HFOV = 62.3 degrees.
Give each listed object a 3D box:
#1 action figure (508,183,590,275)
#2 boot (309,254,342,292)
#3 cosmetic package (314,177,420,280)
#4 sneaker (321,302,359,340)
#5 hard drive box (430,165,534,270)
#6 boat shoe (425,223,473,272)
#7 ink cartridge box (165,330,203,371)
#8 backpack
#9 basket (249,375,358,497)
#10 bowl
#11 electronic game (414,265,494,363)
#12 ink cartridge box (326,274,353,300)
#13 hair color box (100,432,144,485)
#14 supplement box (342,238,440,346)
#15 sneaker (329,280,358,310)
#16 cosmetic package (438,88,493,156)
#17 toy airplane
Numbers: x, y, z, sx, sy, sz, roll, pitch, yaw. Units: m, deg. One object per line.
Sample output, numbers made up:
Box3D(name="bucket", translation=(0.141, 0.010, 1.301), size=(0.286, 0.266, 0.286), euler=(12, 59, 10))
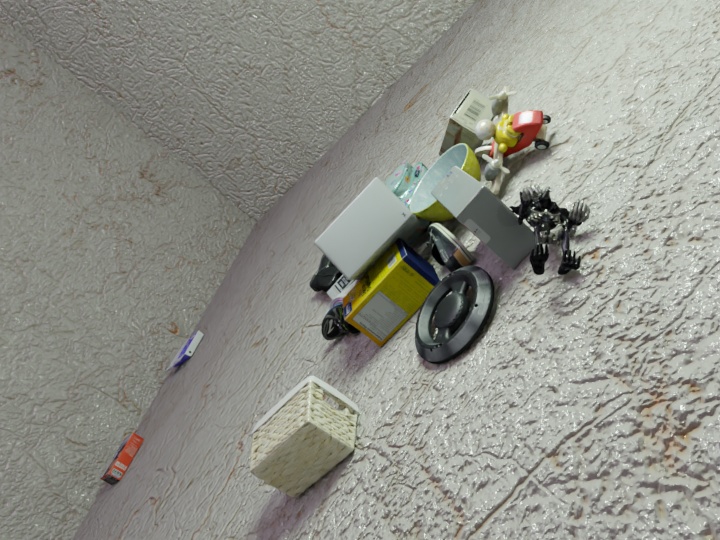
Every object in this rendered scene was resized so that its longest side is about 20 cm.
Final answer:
Box3D(name="action figure", translation=(0.312, -0.085, 0.976), size=(0.201, 0.118, 0.103), euler=(-82, 2, -47))
Box3D(name="boot", translation=(-0.077, -0.006, 1.840), size=(0.166, 0.065, 0.200), euler=(-64, 17, -12))
Box3D(name="cosmetic package", translation=(0.022, -0.087, 1.365), size=(0.199, 0.123, 0.200), euler=(-45, -7, 6))
Box3D(name="sneaker", translation=(-0.035, 0.122, 1.484), size=(0.199, 0.071, 0.083), euler=(-33, 19, 37))
Box3D(name="hard drive box", translation=(0.233, -0.107, 1.139), size=(0.077, 0.156, 0.200), euler=(-48, 17, 10))
Box3D(name="boat shoe", translation=(0.180, -0.050, 1.293), size=(0.062, 0.075, 0.200), euler=(-43, 24, 5))
Box3D(name="ink cartridge box", translation=(-0.902, 0.424, 3.057), size=(0.198, 0.043, 0.201), euler=(-34, 23, 44))
Box3D(name="backpack", translation=(0.117, -0.169, 1.550), size=(0.176, 0.153, 0.201), euler=(-39, 32, 44))
Box3D(name="basket", translation=(-0.113, 0.332, 1.174), size=(0.200, 0.135, 0.124), euler=(-44, 23, 22))
Box3D(name="bowl", translation=(0.218, -0.184, 1.394), size=(0.200, 0.107, 0.201), euler=(-47, 19, 21))
Box3D(name="electronic game", translation=(0.171, 0.080, 1.110), size=(0.200, 0.041, 0.201), euler=(-45, 26, 29))
Box3D(name="ink cartridge box", translation=(0.000, 0.000, 1.591), size=(0.200, 0.039, 0.099), euler=(-49, -16, 31))
Box3D(name="hair color box", translation=(-1.035, 0.818, 2.592), size=(0.111, 0.064, 0.201), euler=(-34, 26, 41))
Box3D(name="supplement box", translation=(0.065, 0.048, 1.321), size=(0.200, 0.109, 0.110), euler=(-47, 18, 14))
Box3D(name="sneaker", translation=(-0.001, 0.064, 1.552), size=(0.200, 0.075, 0.100), euler=(-41, -2, 36))
Box3D(name="cosmetic package", translation=(0.270, -0.352, 1.507), size=(0.104, 0.087, 0.200), euler=(-55, -8, -14))
Box3D(name="toy airplane", translation=(0.311, -0.296, 1.333), size=(0.201, 0.140, 0.200), euler=(-108, 38, -53))
